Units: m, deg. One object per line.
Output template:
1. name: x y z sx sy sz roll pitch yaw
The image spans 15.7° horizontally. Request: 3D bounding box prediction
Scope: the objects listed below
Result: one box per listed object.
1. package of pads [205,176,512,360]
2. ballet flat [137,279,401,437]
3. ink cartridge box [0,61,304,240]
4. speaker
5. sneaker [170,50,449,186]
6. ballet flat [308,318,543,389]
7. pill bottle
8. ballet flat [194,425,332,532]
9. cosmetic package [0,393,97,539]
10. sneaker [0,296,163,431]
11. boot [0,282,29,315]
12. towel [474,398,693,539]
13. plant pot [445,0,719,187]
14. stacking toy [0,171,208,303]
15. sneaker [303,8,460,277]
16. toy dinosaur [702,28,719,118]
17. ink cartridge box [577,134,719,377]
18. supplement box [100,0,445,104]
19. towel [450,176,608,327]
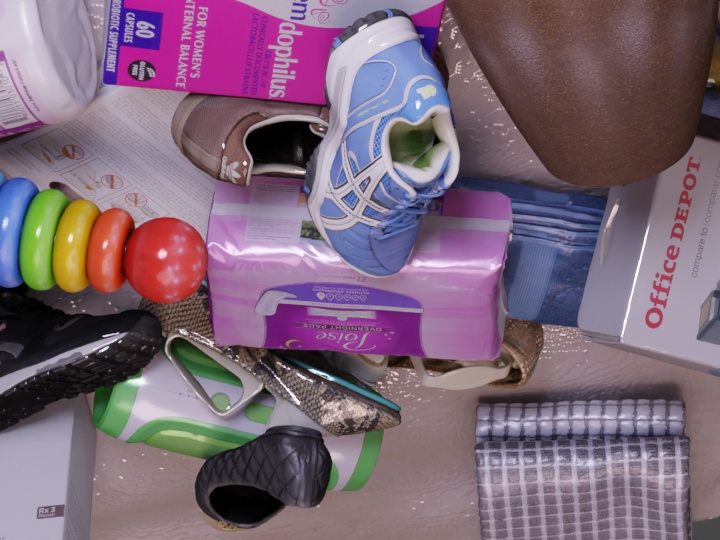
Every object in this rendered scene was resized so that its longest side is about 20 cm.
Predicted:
1. package of pads: 0.000 0.000 1.701 0.198 0.076 0.121 3 145 4
2. ballet flat: -0.070 0.074 1.806 0.199 0.076 0.068 34 175 -1
3. ink cartridge box: -0.124 -0.081 1.718 0.199 0.050 0.162 -19 136 38
4. speaker: -0.087 0.100 1.867 0.199 0.089 0.089 15 135 -15
5. sneaker: -0.018 -0.088 1.620 0.199 0.076 0.071 -16 133 -29
6. ballet flat: 0.031 0.050 1.828 0.198 0.066 0.071 3 138 -3
7. pill bottle: -0.272 -0.127 1.607 0.199 0.113 0.113 -13 135 13
8. ballet flat: -0.074 0.155 1.808 0.066 0.057 0.200 13 159 -16
9. cosmetic package: -0.252 0.172 1.858 0.112 0.201 0.081 -7 138 3
10. sneaker: -0.230 0.047 1.802 0.199 0.088 0.076 -21 161 26
11. boot: -0.327 -0.026 1.735 0.167 0.077 0.200 -11 142 16
12. towel: 0.169 0.185 1.958 0.164 0.086 0.201 -4 137 5
13. plant pot: 0.132 -0.156 1.493 0.186 0.187 0.201 -10 122 10
14. stacking toy: -0.193 -0.021 1.645 0.199 0.086 0.086 9 137 6
15. sneaker: 0.015 -0.059 1.548 0.075 0.077 0.201 -24 144 -19
16. toy dinosaur: 0.197 -0.123 1.639 0.180 0.105 0.200 14 148 11
17. ink cartridge box: 0.259 0.000 1.711 0.199 0.146 0.087 15 177 -14
18. supplement box: -0.053 -0.172 1.570 0.199 0.104 0.102 4 136 -7
19. towel: 0.127 -0.005 1.784 0.199 0.049 0.112 7 137 -9
